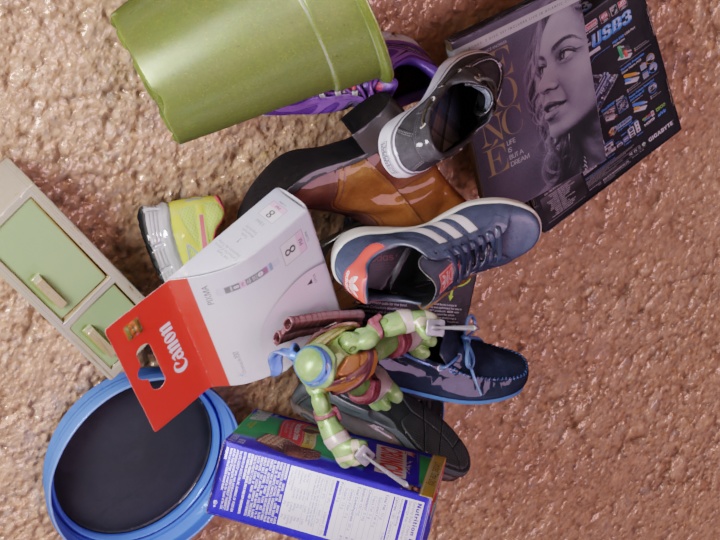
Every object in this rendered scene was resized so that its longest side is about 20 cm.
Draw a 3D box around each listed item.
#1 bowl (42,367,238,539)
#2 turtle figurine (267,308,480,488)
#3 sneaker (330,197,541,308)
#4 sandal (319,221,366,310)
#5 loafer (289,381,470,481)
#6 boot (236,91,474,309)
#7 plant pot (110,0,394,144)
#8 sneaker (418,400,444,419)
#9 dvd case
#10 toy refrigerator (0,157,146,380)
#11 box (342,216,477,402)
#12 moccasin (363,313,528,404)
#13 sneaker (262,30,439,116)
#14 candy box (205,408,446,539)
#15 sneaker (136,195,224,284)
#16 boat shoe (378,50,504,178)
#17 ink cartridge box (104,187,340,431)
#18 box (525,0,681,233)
[{"bbox_3d":[-0.211,0.185,1.564,0.199,0.039,0.202,-15,120,-27],"label":"bowl"},{"bbox_3d":[0.028,0.105,1.464,0.194,0.198,0.146,-12,103,-72],"label":"turtle figurine"},{"bbox_3d":[0.077,-0.008,1.462,0.198,0.085,0.076,-14,120,-11],"label":"sneaker"},{"bbox_3d":[0.000,0.000,1.561,0.199,0.055,0.082,-34,111,7],"label":"sandal"},{"bbox_3d":[0.019,0.157,1.639,0.199,0.072,0.063,34,126,-20],"label":"loafer"},{"bbox_3d":[0.008,-0.041,1.511,0.188,0.069,0.200,-37,120,2],"label":"boot"},{"bbox_3d":[-0.100,-0.202,1.367,0.189,0.200,0.201,-29,127,-3],"label":"plant pot"},{"bbox_3d":[0.004,0.179,1.683,0.199,0.071,0.083,-32,137,-14],"label":"sneaker"},{"bbox_3d":[0.165,-0.165,1.598,0.148,0.016,0.201,-27,123,-18],"label":"dvd case"},{"bbox_3d":[-0.259,0.002,1.419,0.076,0.070,0.200,-44,130,-7],"label":"toy refrigerator"},{"bbox_3d":[0.040,0.032,1.635,0.142,0.036,0.202,5,112,-16],"label":"box"},{"bbox_3d":[0.076,0.084,1.600,0.198,0.081,0.069,5,124,-17],"label":"moccasin"},{"bbox_3d":[-0.011,-0.177,1.488,0.198,0.083,0.081,-12,119,-28],"label":"sneaker"},{"bbox_3d":[-0.027,0.200,1.525,0.198,0.169,0.078,16,97,5],"label":"candy box"},{"bbox_3d":[-0.133,0.018,1.498,0.090,0.078,0.201,-22,124,-9],"label":"sneaker"},{"bbox_3d":[0.089,-0.146,1.455,0.200,0.066,0.070,-40,110,-47],"label":"boat shoe"},{"bbox_3d":[-0.113,0.047,1.438,0.200,0.057,0.163,-44,145,-21],"label":"ink cartridge box"},{"bbox_3d":[0.223,-0.173,1.671,0.199,0.050,0.199,-37,127,-13],"label":"box"}]
